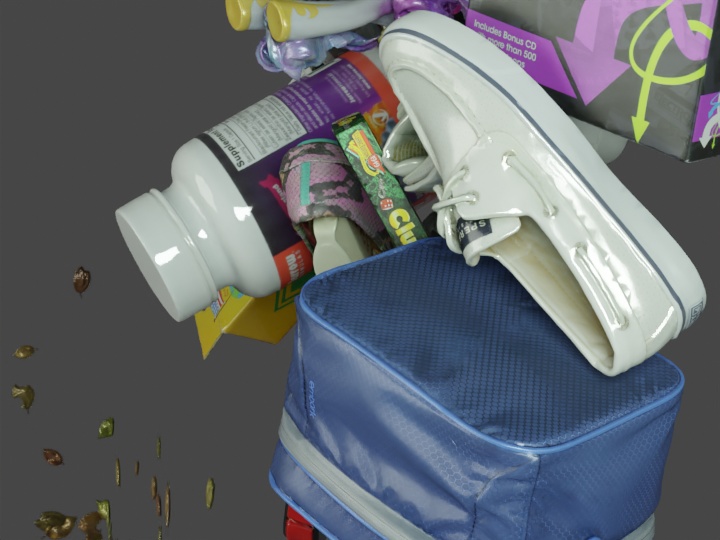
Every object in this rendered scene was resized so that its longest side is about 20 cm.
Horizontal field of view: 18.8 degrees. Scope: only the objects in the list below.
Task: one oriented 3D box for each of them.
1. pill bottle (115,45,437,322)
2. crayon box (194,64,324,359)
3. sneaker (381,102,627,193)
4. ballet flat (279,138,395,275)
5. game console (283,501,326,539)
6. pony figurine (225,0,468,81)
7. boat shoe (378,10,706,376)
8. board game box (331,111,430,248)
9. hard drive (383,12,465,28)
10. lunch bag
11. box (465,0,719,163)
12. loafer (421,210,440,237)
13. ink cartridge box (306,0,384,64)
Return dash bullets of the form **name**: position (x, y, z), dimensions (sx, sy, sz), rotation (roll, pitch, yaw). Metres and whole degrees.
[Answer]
- **pill bottle**: position (-0.051, -0.052, 1.387), dimensions (0.112, 0.200, 0.111), rotation (56, 168, 18)
- **crayon box**: position (-0.057, -0.039, 1.557), dimensions (0.200, 0.051, 0.127), rotation (-48, 43, 36)
- **sneaker**: position (0.063, -0.063, 1.177), dimensions (0.200, 0.115, 0.074), rotation (118, 149, -66)
- **ballet flat**: position (0.000, 0.000, 1.326), dimensions (0.200, 0.069, 0.071), rotation (56, -144, -51)
- **game console**: position (-0.016, 0.086, 1.558), dimensions (0.200, 0.031, 0.177), rotation (-67, -13, -64)
- **pony figurine**: position (0.026, -0.167, 1.259), dimensions (0.167, 0.199, 0.194), rotation (-52, 52, 55)
- **boat shoe**: position (0.069, -0.034, 1.008), dimensions (0.200, 0.070, 0.071), rotation (49, 157, 7)
- **board game box**: position (0.040, 0.004, 1.221), dimensions (0.200, 0.023, 0.105), rotation (61, 179, -8)
- **hard drive**: position (0.042, -0.198, 1.456), dimensions (0.140, 0.038, 0.201), rotation (-178, 88, -78)
- **lunch bag**: position (0.058, 0.090, 1.057), dimensions (0.200, 0.136, 0.133), rotation (35, 129, 38)
- **box**: position (0.117, -0.165, 0.972), dimensions (0.143, 0.036, 0.201), rotation (26, 118, 39)
- **loafer**: position (0.047, 0.052, 1.327), dimensions (0.071, 0.073, 0.201), rotation (-125, 39, -70)
- **ink cartridge box**: position (-0.049, -0.240, 1.420), dimensions (0.162, 0.050, 0.201), rotation (39, -149, -66)
